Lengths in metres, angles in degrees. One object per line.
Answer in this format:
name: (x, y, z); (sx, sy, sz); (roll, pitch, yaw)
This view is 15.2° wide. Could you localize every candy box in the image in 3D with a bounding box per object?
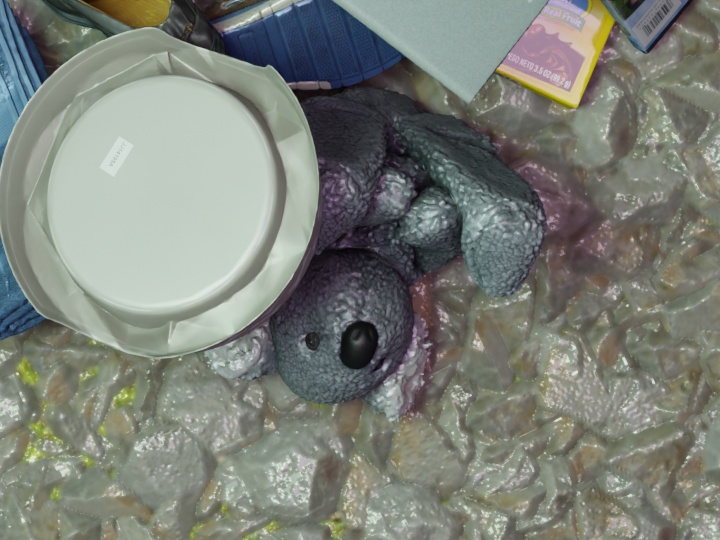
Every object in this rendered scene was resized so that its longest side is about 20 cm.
candy box: (0.073, -0.194, 1.783); (0.199, 0.026, 0.103); (24, 88, -6)

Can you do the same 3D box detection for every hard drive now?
hard drive: (0.029, -0.214, 1.653); (0.200, 0.033, 0.140); (37, 123, -3)

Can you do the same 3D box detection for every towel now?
towel: (-0.232, -0.064, 1.705); (0.111, 0.048, 0.201); (-31, 71, 21)

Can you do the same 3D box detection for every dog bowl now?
dog bowl: (-0.113, -0.042, 1.600); (0.199, 0.059, 0.201); (-3, 78, 14)

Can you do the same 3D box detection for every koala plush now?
koala plush: (0.000, 0.000, 1.740); (0.176, 0.184, 0.201); (10, 114, -17)

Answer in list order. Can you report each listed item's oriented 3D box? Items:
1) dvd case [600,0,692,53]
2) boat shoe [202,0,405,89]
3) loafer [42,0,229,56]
dvd case: (0.190, -0.241, 1.725); (0.143, 0.200, 0.018); (-50, 53, -3)
boat shoe: (-0.056, -0.156, 1.744); (0.199, 0.072, 0.073); (-14, 118, -3)
loafer: (-0.160, -0.188, 1.697); (0.073, 0.072, 0.200); (-45, 59, -11)
